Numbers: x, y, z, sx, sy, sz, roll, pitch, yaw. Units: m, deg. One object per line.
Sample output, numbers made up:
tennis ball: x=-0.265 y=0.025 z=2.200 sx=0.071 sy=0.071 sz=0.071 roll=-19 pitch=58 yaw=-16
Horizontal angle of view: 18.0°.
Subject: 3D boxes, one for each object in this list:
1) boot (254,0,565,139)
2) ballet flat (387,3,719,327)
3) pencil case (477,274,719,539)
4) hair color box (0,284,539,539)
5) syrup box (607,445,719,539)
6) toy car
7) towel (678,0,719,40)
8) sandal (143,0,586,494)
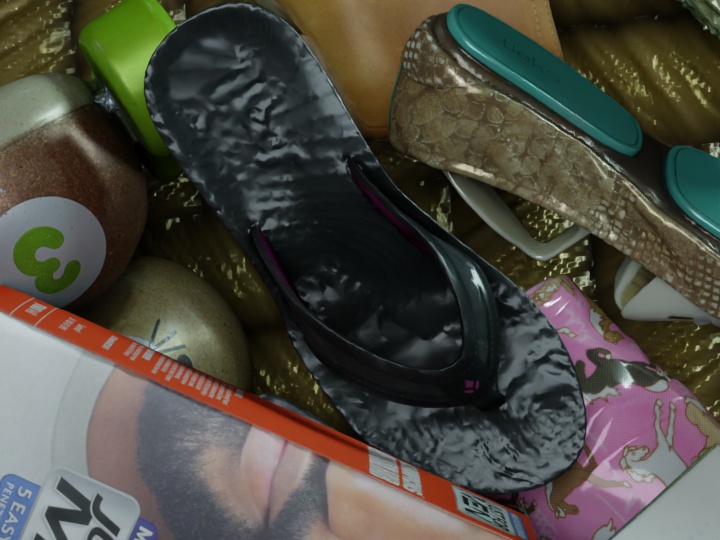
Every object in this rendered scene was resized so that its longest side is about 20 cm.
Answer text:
boot: x=-0.005 y=-0.148 z=0.879 sx=0.144 sy=0.071 sz=0.202 roll=-18 pitch=83 yaw=2
ballet flat: x=0.096 y=-0.023 z=0.834 sx=0.200 sy=0.071 sz=0.065 roll=33 pitch=119 yaw=-2
pencil case: x=0.105 y=0.094 z=0.813 sx=0.086 sy=0.083 sz=0.200 roll=-37 pitch=76 yaw=-23
hair color box: x=-0.053 y=0.095 z=0.743 sx=0.199 sy=0.064 sz=0.111 roll=23 pitch=94 yaw=-3
syrup box: x=0.085 y=0.156 z=0.749 sx=0.081 sy=0.200 sz=0.079 roll=42 pitch=48 yaw=16
toy car: x=-0.091 y=0.032 z=0.834 sx=0.164 sy=0.158 sz=0.200 roll=-34 pitch=89 yaw=-5
towel: x=0.146 y=-0.165 z=0.848 sx=0.148 sy=0.036 sz=0.200 roll=-44 pitch=78 yaw=-11
sandal: x=-0.001 y=0.000 z=0.758 sx=0.075 sy=0.048 sz=0.201 roll=-40 pitch=96 yaw=5
